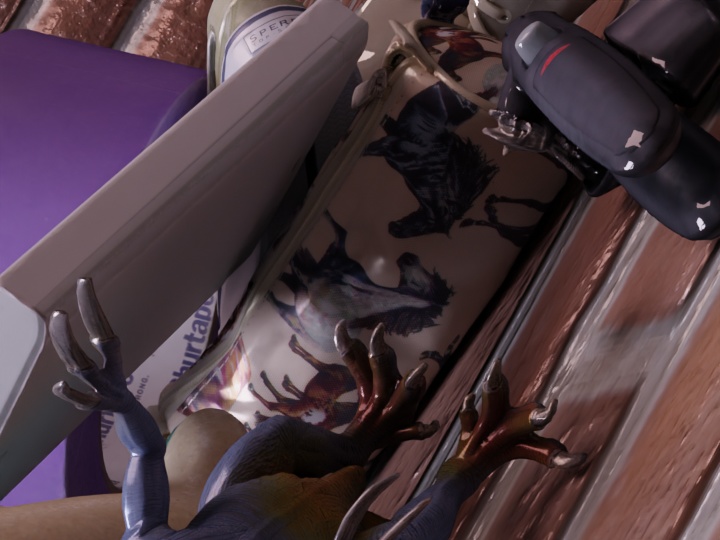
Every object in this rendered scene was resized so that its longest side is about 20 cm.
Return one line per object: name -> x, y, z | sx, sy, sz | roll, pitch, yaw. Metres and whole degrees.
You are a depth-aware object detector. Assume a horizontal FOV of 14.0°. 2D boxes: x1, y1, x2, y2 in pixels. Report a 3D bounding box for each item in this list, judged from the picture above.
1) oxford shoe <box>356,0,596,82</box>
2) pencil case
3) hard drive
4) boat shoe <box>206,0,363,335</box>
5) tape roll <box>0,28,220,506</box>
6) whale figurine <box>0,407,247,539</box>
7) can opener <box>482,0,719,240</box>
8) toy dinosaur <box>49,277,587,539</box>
oxford shoe -> 0.050, -0.107, 1.093 | 0.200, 0.075, 0.058 | -38, -14, 28
pencil case -> 0.000, 0.000, 1.060 | 0.200, 0.089, 0.078 | -56, 22, 23
hard drive -> -0.076, 0.001, 0.975 | 0.200, 0.026, 0.132 | -47, -9, -47
boat shoe -> -0.025, -0.022, 1.126 | 0.062, 0.072, 0.201 | -116, 20, -49
tape roll -> -0.113, 0.012, 1.141 | 0.200, 0.085, 0.201 | 14, -90, -76
whale figurine -> -0.090, 0.123, 0.881 | 0.200, 0.159, 0.104 | -39, -8, -42
can opener -> 0.076, -0.051, 0.877 | 0.079, 0.063, 0.200 | -56, 8, 11
toy dinosaur -> -0.021, 0.090, 0.780 | 0.181, 0.105, 0.201 | -43, -35, -32
